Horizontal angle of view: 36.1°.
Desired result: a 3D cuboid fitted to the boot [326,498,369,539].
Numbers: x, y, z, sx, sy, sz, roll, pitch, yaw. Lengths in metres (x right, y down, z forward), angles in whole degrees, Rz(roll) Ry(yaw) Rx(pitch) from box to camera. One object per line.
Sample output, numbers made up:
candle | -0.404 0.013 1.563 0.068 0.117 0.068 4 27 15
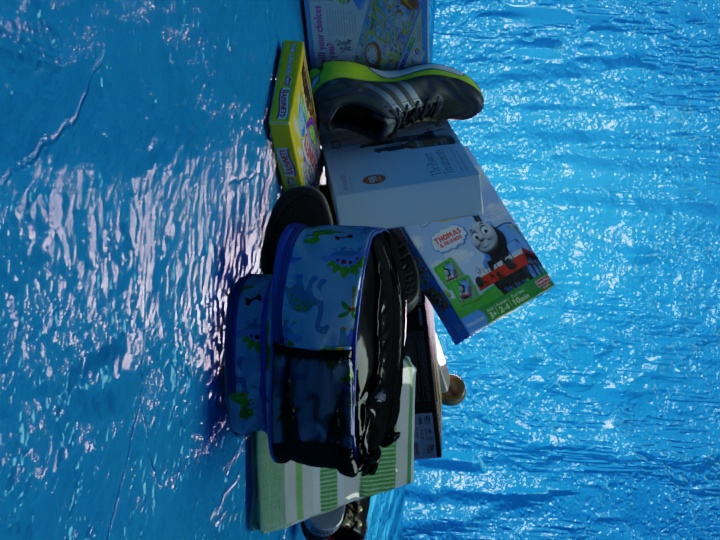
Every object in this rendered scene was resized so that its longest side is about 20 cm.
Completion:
boot | -0.018 0.286 1.534 0.200 0.073 0.151 89 9 -57

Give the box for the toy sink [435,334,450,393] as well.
toy sink | 0.052 0.115 1.546 0.200 0.112 0.131 -11 82 -84

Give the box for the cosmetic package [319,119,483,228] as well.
cosmetic package | 0.039 -0.108 1.204 0.200 0.151 0.052 -106 -175 -64

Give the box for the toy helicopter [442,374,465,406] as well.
toy helicopter | 0.068 0.146 1.672 0.079 0.200 0.132 82 31 -60

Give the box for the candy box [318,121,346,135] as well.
candy box | -0.008 -0.193 1.429 0.200 0.061 0.137 72 24 -70

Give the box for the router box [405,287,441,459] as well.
router box | 0.065 0.104 1.338 0.157 0.052 0.200 -79 163 -69

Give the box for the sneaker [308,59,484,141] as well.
sneaker | 0.040 -0.179 1.224 0.074 0.200 0.081 99 -12 -52

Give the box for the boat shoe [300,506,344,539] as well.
boat shoe | -0.044 0.251 1.409 0.057 0.069 0.200 115 -11 -50

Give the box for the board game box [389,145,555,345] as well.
board game box | 0.117 -0.033 1.284 0.200 0.151 0.037 58 -35 8

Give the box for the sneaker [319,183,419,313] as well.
sneaker | 0.000 0.000 1.267 0.199 0.076 0.114 47 -31 34

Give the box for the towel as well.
towel | -0.025 0.174 1.122 0.023 0.200 0.153 22 -63 50

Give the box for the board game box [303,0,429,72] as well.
board game box | 0.010 -0.256 1.230 0.200 0.134 0.034 86 7 -52

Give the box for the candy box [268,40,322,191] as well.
candy box | -0.064 -0.133 1.141 0.200 0.026 0.102 82 15 -61

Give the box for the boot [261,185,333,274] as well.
boot | -0.051 -0.005 1.133 0.151 0.073 0.200 -78 164 -69

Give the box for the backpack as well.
backpack | -0.038 0.059 0.959 0.183 0.147 0.200 -14 109 -81
